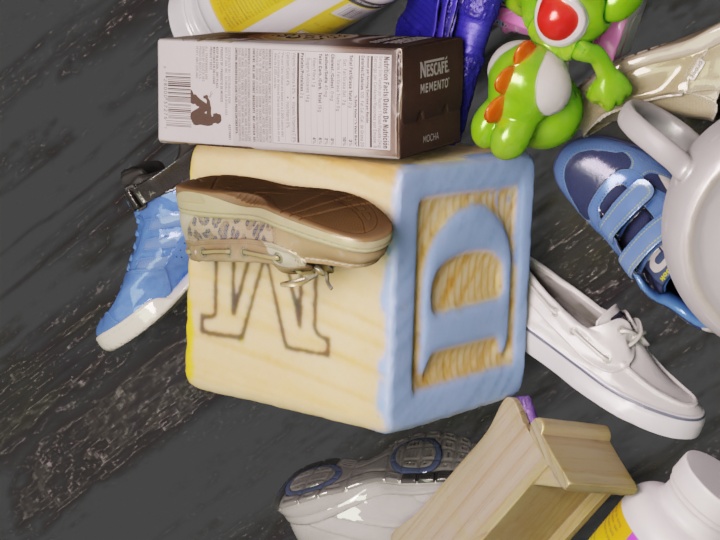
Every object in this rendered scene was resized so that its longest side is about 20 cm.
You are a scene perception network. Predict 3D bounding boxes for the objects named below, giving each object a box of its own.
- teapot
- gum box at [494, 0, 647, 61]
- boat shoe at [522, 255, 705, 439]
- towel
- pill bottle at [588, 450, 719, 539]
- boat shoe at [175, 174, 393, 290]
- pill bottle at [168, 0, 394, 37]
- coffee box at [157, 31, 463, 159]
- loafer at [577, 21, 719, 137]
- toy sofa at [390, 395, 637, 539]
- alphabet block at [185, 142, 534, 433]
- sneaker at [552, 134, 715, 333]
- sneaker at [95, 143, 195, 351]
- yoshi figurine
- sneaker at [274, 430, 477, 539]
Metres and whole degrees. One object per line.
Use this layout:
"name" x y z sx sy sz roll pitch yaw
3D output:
"teapot" 0.302 -0.043 1.429 0.196 0.146 0.202 -14 108 7
"gum box" 0.174 -0.263 1.498 0.113 0.066 0.202 21 107 15
"boat shoe" 0.190 0.058 1.552 0.199 0.074 0.066 32 114 11
"towel" 0.062 -0.210 1.514 0.049 0.148 0.202 9 106 -20
"pill bottle" 0.225 0.239 1.558 0.104 0.104 0.201 39 111 9
"boat shoe" -0.053 -0.024 1.401 0.199 0.073 0.063 16 112 46
"pill bottle" -0.059 -0.229 1.554 0.199 0.112 0.113 -22 92 41
"coffee box" -0.036 -0.132 1.451 0.198 0.113 0.081 5 101 25
"loafer" 0.246 -0.140 1.490 0.199 0.076 0.069 -23 86 22
"toy sofa" 0.118 0.195 1.567 0.200 0.082 0.098 -53 46 28
"alphabet block" 0.000 0.000 1.522 0.199 0.195 0.198 10 101 35
"sneaker" 0.227 -0.029 1.517 0.200 0.082 0.074 42 114 9
"sneaker" -0.174 -0.030 1.667 0.200 0.077 0.111 -42 90 18
"yoshi figurine" 0.153 -0.169 1.453 0.111 0.112 0.201 29 99 -25
"sneaker" 0.029 0.193 1.652 0.198 0.075 0.088 -14 112 25
